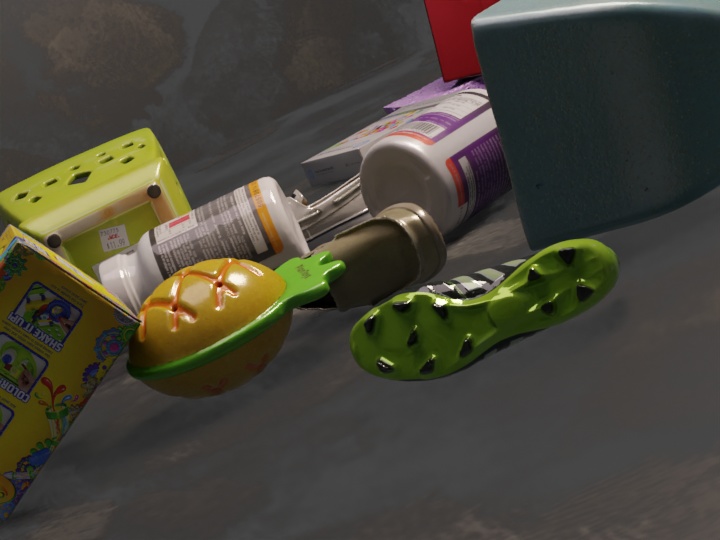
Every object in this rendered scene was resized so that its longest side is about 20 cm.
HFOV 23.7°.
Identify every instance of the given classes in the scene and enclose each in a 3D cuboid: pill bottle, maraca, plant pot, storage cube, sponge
[{"bbox_3d":[0.099,-0.112,1.693,0.111,0.112,0.200,-14,15,46],"label":"pill bottle"},{"bbox_3d":[-0.106,0.038,1.434,0.199,0.107,0.137,-28,20,-8],"label":"maraca"},{"bbox_3d":[0.235,-0.150,1.394,0.199,0.197,0.196,-8,18,28],"label":"plant pot"},{"bbox_3d":[-0.268,-0.022,1.882,0.199,0.200,0.181,-26,17,-10],"label":"plant pot"},{"bbox_3d":[0.200,-0.392,2.544,0.170,0.181,0.200,-12,9,18],"label":"storage cube"},{"bbox_3d":[0.113,-0.259,2.588,0.111,0.030,0.200,-27,11,-12],"label":"sponge"},{"bbox_3d":[-0.156,-0.005,1.740,0.199,0.117,0.116,-24,11,3],"label":"pill bottle"}]

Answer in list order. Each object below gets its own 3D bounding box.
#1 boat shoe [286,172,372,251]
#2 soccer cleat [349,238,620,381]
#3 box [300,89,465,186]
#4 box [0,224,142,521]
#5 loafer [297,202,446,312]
[{"bbox_3d":[-0.065,-0.054,1.889,0.199,0.070,0.071,-25,11,-3],"label":"boat shoe"},{"bbox_3d":[0.089,0.029,1.195,0.199,0.068,0.081,-20,-6,21],"label":"soccer cleat"},{"bbox_3d":[0.037,-0.181,2.360,0.200,0.041,0.156,-32,13,-29],"label":"box"},{"bbox_3d":[-0.293,0.079,1.430,0.193,0.122,0.200,-56,14,-4],"label":"box"},{"bbox_3d":[0.000,0.000,1.496,0.068,0.076,0.200,-35,5,-37],"label":"loafer"}]
